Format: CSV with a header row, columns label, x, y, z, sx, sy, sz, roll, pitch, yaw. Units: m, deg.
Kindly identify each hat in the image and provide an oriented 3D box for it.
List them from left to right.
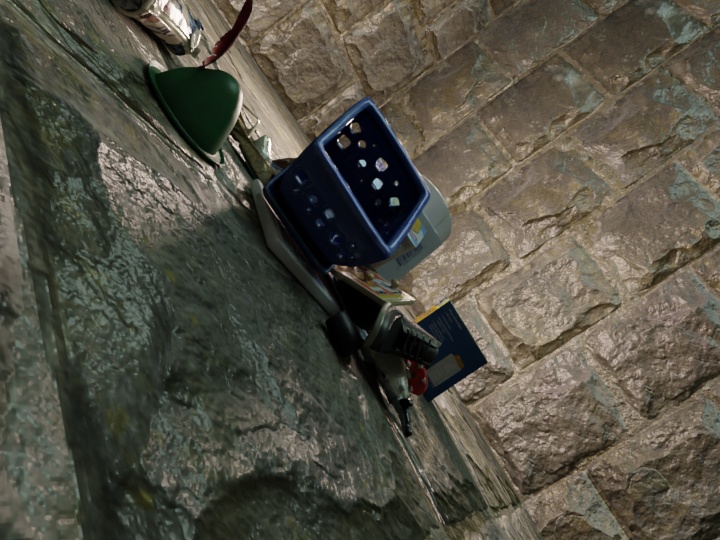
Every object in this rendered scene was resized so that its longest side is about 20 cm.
label,x,y,z,sx,sy,sz,roll,pitch,yaw
hat,-0.180,-0.266,0.734,0.167,0.174,0.201,53,7,-32

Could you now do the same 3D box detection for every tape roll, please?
label,x,y,z,sx,sy,sz,roll,pitch,yaw
tape roll,0.123,-0.133,1.240,0.202,0.070,0.205,43,-25,24

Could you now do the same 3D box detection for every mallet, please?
label,x,y,z,sx,sy,sz,roll,pitch,yaw
mallet,-0.023,0.097,0.878,0.067,0.040,0.200,62,2,1

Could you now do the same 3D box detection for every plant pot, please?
label,x,y,z,sx,sy,sz,roll,pitch,yaw
plant pot,-0.029,-0.124,0.850,0.202,0.177,0.201,54,42,-15

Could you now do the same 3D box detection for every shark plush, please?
label,x,y,z,sx,sy,sz,roll,pitch,yaw
shark plush,0.063,0.197,0.915,0.201,0.088,0.085,54,-35,43

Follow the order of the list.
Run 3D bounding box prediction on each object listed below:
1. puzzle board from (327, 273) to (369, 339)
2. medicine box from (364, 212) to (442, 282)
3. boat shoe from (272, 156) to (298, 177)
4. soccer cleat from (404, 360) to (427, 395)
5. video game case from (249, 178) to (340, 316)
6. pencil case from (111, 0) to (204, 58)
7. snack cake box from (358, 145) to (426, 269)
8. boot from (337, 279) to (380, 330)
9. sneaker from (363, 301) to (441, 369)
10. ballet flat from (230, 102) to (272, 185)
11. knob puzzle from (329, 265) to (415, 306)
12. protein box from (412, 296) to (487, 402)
label,x,y,z,sx,sy,sz,roll,pitch,yaw
puzzle board,-0.002,0.103,1.104,0.203,0.017,0.151,61,7,27
medicine box,0.056,-0.035,1.184,0.104,0.181,0.199,54,-23,-6
boat shoe,-0.143,-0.191,1.057,0.200,0.071,0.074,-130,-162,-61
soccer cleat,0.091,0.190,1.198,0.203,0.068,0.085,56,2,1
video game case,-0.111,-0.039,0.893,0.201,0.023,0.184,53,8,-43
pencil case,-0.316,-0.408,0.823,0.089,0.079,0.200,37,6,0
snack cake box,0.022,-0.118,0.993,0.202,0.113,0.067,55,40,-13
boot,0.036,0.092,1.053,0.175,0.069,0.201,51,7,-32
sneaker,0.075,0.110,0.838,0.105,0.076,0.200,31,5,15
ballet flat,-0.207,-0.249,0.977,0.203,0.064,0.071,58,4,-4
knob puzzle,0.000,0.000,0.960,0.215,0.031,0.220,28,10,-5
protein box,0.220,0.217,1.477,0.201,0.197,0.135,57,6,3
